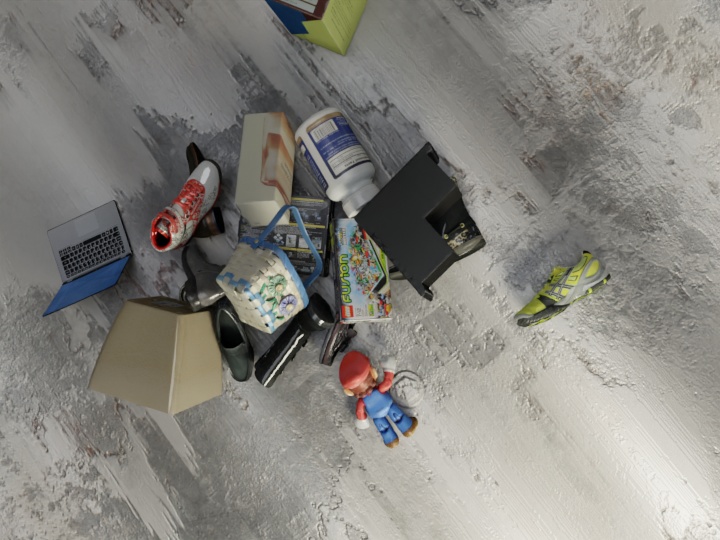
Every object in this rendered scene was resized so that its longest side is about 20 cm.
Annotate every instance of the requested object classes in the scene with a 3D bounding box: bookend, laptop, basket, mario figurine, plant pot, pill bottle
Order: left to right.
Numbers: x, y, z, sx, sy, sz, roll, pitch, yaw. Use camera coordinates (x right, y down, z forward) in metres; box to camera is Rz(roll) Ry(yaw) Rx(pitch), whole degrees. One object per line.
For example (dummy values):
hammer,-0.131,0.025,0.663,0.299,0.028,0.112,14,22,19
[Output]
laptop,-0.606,-0.030,1.424,0.184,0.116,0.204,-21,85,10
plant pot,-0.392,0.155,1.322,0.196,0.199,0.181,13,95,16
basket,-0.156,0.003,1.232,0.137,0.178,0.201,13,56,35
pill bottle,-0.039,-0.211,1.315,0.110,0.111,0.202,-32,83,9
mario figurine,0.032,0.246,1.324,0.123,0.106,0.202,-36,93,-28
bookend,0.127,-0.089,1.219,0.200,0.092,0.199,-45,72,7

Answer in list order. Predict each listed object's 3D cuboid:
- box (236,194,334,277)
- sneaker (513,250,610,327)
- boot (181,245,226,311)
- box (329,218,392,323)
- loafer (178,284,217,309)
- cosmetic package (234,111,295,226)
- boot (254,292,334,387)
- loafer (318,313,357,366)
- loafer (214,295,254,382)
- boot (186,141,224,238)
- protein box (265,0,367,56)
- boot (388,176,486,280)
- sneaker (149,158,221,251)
box,-0.158,-0.076,1.369,0.195,0.049,0.165,5,92,12
sneaker,0.373,0.039,1.254,0.198,0.075,0.077,-31,76,-1
boot,-0.290,0.002,1.342,0.129,0.071,0.201,-20,41,-6
box,0.000,0.000,1.299,0.107,0.035,0.205,-2,78,-16
loafer,-0.296,0.042,1.383,0.195,0.070,0.077,-7,88,11
cosmetic package,-0.187,-0.202,1.317,0.085,0.104,0.205,-2,69,10
boot,-0.139,0.146,1.303,0.066,0.165,0.200,43,95,-5
loafer,-0.024,0.104,1.329,0.062,0.072,0.204,22,90,6
loafer,-0.262,0.146,1.344,0.066,0.071,0.205,-2,116,8
boot,-0.362,-0.164,1.398,0.095,0.075,0.204,-16,88,8
protein box,-0.069,-0.568,1.283,0.133,0.198,0.204,24,93,10
boot,0.131,-0.079,1.303,0.200,0.073,0.157,-22,80,10
sneaker,-0.350,-0.125,1.316,0.067,0.108,0.203,34,108,5
